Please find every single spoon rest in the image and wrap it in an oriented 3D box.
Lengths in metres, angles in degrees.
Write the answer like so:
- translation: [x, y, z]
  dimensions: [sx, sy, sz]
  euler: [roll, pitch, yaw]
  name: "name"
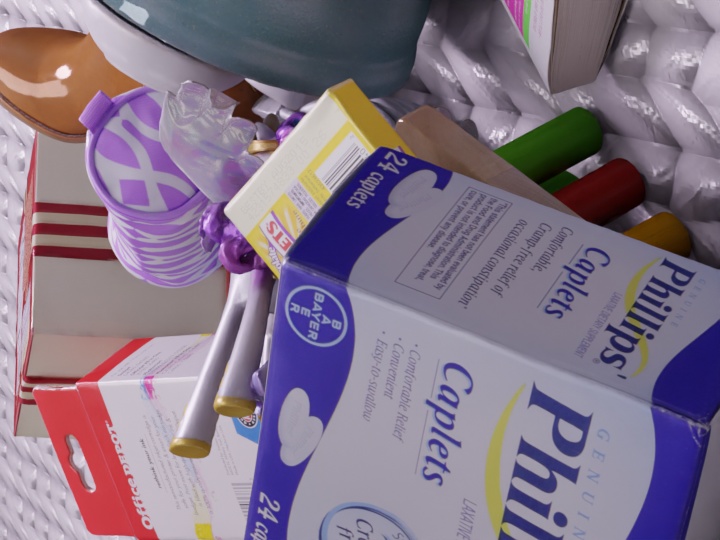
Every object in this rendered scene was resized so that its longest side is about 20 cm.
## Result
- translation: [-0.079, -0.126, 1.562]
  dimensions: [0.099, 0.200, 0.061]
  euler: [33, 102, 21]
  name: "spoon rest"

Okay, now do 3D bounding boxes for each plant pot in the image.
- translation: [-0.040, -0.198, 1.530]
  dimensions: [0.200, 0.200, 0.134]
  euler: [53, 126, 47]
  name: "plant pot"

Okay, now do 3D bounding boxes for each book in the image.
- translation: [0.069, -0.201, 1.396]
  dimensions: [0.134, 0.048, 0.200]
  euler: [100, 150, -58]
  name: "book"

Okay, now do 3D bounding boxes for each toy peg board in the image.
- translation: [0.116, 0.031, 1.423]
  dimensions: [0.199, 0.098, 0.200]
  euler: [38, 144, 35]
  name: "toy peg board"

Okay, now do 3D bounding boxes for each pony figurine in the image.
- translation: [-0.042, -0.012, 1.516]
  dimensions: [0.193, 0.166, 0.201]
  euler: [136, 144, -68]
  name: "pony figurine"

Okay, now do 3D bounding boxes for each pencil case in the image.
- translation: [-0.117, -0.046, 1.678]
  dimensions: [0.085, 0.084, 0.200]
  euler: [27, 167, 6]
  name: "pencil case"

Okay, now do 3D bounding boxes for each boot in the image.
- translation: [-0.144, -0.138, 1.737]
  dimensions: [0.155, 0.199, 0.074]
  euler: [85, -155, -59]
  name: "boot"

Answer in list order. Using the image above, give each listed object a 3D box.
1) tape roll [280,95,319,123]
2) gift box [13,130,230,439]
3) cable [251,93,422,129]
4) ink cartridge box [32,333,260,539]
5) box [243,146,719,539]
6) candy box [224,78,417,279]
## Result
- translation: [-0.043, -0.143, 1.789]
  dimensions: [0.203, 0.037, 0.203]
  euler: [164, 90, -73]
  name: "tape roll"
- translation: [-0.136, 0.030, 1.958]
  dimensions: [0.185, 0.186, 0.201]
  euler: [113, 157, -64]
  name: "gift box"
- translation: [0.000, 0.000, 1.648]
  dimensions: [0.200, 0.069, 0.201]
  euler: [8, 96, 58]
  name: "cable"
- translation: [-0.097, 0.103, 1.808]
  dimensions: [0.200, 0.067, 0.116]
  euler: [-4, 114, 38]
  name: "ink cartridge box"
- translation: [0.063, 0.075, 1.285]
  dimensions: [0.200, 0.105, 0.184]
  euler: [20, 128, 15]
  name: "box"
- translation: [0.027, 0.016, 1.377]
  dimensions: [0.200, 0.026, 0.102]
  euler: [51, 133, 8]
  name: "candy box"
